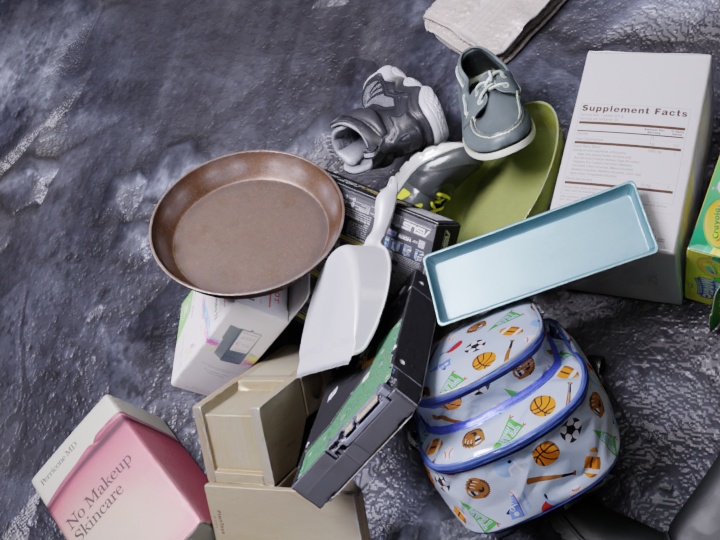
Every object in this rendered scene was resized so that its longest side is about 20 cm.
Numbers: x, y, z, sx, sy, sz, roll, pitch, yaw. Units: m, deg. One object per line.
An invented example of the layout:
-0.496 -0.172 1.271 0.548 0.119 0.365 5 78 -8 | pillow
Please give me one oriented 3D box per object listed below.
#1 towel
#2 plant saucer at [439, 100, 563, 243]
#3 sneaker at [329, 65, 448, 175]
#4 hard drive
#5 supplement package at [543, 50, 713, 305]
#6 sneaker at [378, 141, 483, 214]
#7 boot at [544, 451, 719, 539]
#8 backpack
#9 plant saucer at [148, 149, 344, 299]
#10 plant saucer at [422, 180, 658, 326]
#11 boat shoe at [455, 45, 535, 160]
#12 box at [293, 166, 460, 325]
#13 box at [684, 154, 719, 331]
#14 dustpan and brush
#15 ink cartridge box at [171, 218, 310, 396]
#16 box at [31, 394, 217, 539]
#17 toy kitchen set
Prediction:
0.177 -0.336 1.070 0.200 0.034 0.132 -47 56 -2 | towel
0.142 -0.076 0.909 0.200 0.031 0.201 -49 23 29 | plant saucer
0.013 -0.168 0.996 0.112 0.076 0.200 -25 26 -10 | sneaker
0.011 0.098 0.790 0.140 0.038 0.201 -51 8 26 | hard drive
0.261 -0.089 0.855 0.118 0.121 0.203 8 69 26 | supplement package
0.060 -0.060 0.967 0.199 0.074 0.086 -36 65 28 | sneaker
0.265 0.210 0.737 0.163 0.073 0.198 -48 63 0 | boot
0.128 0.125 0.766 0.199 0.155 0.191 -35 20 7 | backpack
-0.112 -0.043 0.902 0.196 0.035 0.203 -2 49 2 | plant saucer
0.154 -0.012 0.785 0.197 0.019 0.071 -21 65 17 | plant saucer
0.128 -0.172 0.905 0.072 0.062 0.201 -19 28 11 | boat shoe
-0.002 -0.003 0.938 0.198 0.049 0.164 24 106 36 | box
0.335 -0.055 0.804 0.048 0.117 0.203 16 73 24 | box
0.000 0.000 0.842 0.139 0.056 0.204 155 126 -63 | dustpan and brush
-0.127 0.033 0.947 0.200 0.066 0.118 -48 31 38 | ink cartridge box
-0.229 0.250 0.935 0.128 0.109 0.199 -49 56 -3 | box
-0.036 0.198 0.891 0.161 0.180 0.204 -3 104 28 | toy kitchen set
